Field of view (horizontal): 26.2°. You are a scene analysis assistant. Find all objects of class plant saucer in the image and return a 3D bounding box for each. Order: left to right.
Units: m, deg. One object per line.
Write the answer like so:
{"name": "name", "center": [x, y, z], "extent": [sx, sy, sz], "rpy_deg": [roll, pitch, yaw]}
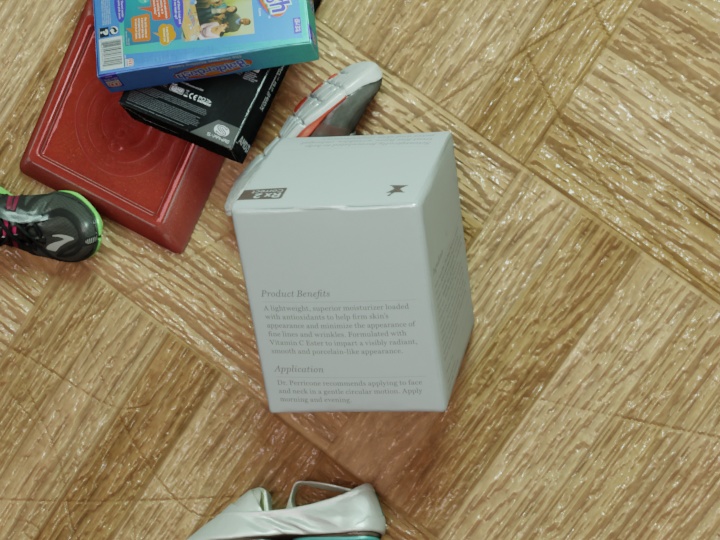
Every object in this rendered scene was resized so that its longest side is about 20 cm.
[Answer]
{"name": "plant saucer", "center": [-0.225, -0.147, 1.517], "extent": [0.199, 0.037, 0.200], "rpy_deg": [27, 99, 14]}

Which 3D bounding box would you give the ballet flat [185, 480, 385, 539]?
{"name": "ballet flat", "center": [-0.073, 0.236, 1.484], "extent": [0.199, 0.069, 0.070], "rpy_deg": [-7, 91, 12]}

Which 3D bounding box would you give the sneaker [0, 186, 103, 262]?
{"name": "sneaker", "center": [-0.345, -0.045, 1.525], "extent": [0.199, 0.084, 0.077], "rpy_deg": [10, 111, 18]}

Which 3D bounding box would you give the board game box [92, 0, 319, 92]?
{"name": "board game box", "center": [-0.144, -0.254, 1.416], "extent": [0.199, 0.045, 0.153], "rpy_deg": [-8, 75, 7]}

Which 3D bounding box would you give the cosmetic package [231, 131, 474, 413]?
{"name": "cosmetic package", "center": [0.000, 0.000, 1.362], "extent": [0.164, 0.165, 0.201], "rpy_deg": [-1, 115, 15]}

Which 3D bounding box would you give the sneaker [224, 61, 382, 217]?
{"name": "sneaker", "center": [-0.039, -0.109, 1.461], "extent": [0.082, 0.077, 0.200], "rpy_deg": [40, 104, -17]}

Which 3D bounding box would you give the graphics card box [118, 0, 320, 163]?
{"name": "graphics card box", "center": [-0.126, -0.214, 1.453], "extent": [0.125, 0.051, 0.201], "rpy_deg": [22, 80, 13]}
